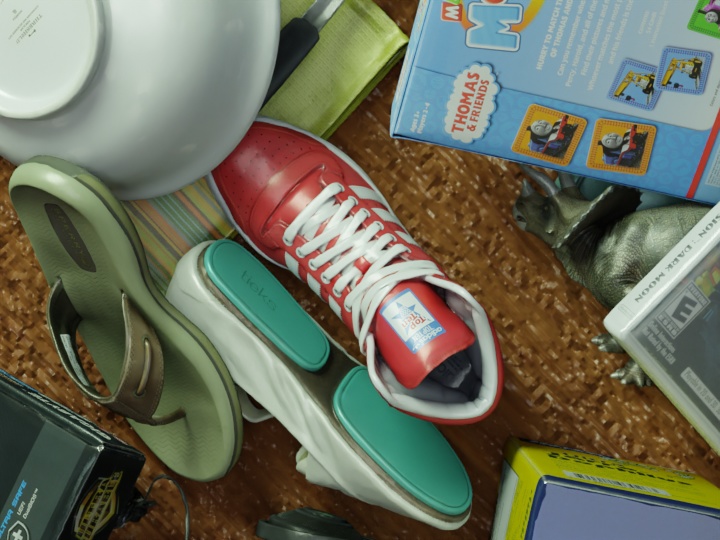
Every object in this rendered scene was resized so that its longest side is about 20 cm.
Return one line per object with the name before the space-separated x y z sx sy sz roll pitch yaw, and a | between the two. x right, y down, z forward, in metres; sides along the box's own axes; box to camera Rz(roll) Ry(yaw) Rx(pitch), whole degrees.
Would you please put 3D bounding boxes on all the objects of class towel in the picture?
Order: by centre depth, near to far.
towel | -0.069 -0.077 1.295 0.086 0.018 0.200 44 90 -3

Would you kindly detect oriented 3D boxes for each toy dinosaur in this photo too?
toy dinosaur | 0.172 0.002 1.257 0.198 0.077 0.103 7 109 5

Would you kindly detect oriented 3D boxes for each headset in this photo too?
headset | -0.047 0.175 1.264 0.199 0.094 0.124 37 91 8

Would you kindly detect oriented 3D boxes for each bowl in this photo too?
bowl | -0.145 -0.128 1.213 0.200 0.090 0.203 6 104 26

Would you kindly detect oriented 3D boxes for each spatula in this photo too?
spatula | -0.016 -0.139 1.269 0.056 0.021 0.200 38 79 4

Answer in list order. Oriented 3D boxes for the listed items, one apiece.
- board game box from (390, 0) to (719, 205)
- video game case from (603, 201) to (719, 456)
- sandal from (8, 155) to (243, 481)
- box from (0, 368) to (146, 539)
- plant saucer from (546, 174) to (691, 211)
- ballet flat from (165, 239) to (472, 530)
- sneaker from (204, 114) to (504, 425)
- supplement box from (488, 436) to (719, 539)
board game box | 0.127 -0.114 1.199 0.198 0.037 0.152 11 127 -6
video game case | 0.239 0.021 1.247 0.182 0.023 0.200 -45 127 -1
sandal | -0.129 0.033 1.241 0.057 0.079 0.202 -55 128 -37
box | -0.217 0.146 1.249 0.158 0.046 0.201 27 92 30
plant saucer | 0.199 -0.014 1.302 0.199 0.019 0.070 30 91 -1
ballet flat | -0.027 0.069 1.281 0.200 0.069 0.069 44 90 -3
sneaker | 0.000 0.000 1.242 0.200 0.113 0.071 43 94 -8
supplement box | 0.122 0.154 1.214 0.109 0.200 0.110 11 92 -2
